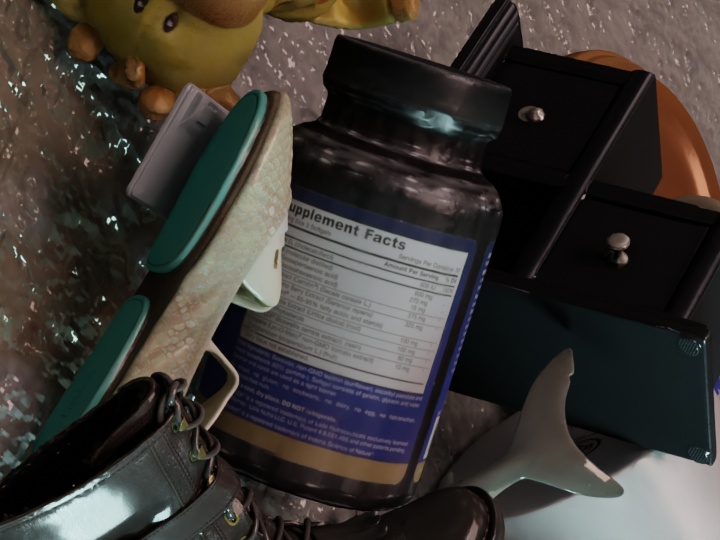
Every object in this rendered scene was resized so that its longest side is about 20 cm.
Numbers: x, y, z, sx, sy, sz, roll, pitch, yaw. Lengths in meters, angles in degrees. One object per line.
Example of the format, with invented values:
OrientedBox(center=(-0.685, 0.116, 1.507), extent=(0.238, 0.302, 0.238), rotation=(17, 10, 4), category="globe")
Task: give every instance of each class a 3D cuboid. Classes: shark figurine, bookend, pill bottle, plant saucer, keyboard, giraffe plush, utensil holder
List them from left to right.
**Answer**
OrientedBox(center=(-0.068, -0.154, 1.235), extent=(0.162, 0.172, 0.200), rotation=(-47, 153, -39), category="giraffe plush")
OrientedBox(center=(-0.052, -0.032, 1.239), extent=(0.056, 0.011, 0.200), rotation=(-55, 154, 0), category="keyboard")
OrientedBox(center=(0.000, 0.000, 1.212), extent=(0.112, 0.112, 0.201), rotation=(10, 99, -53), category="pill bottle")
OrientedBox(center=(0.028, 0.133, 1.274), extent=(0.128, 0.215, 0.090), rotation=(2, 39, -27), category="shark figurine")
OrientedBox(center=(0.121, -0.025, 1.344), extent=(0.199, 0.199, 0.092), rotation=(-55, 150, -35), category="bookend")
OrientedBox(center=(0.168, -0.038, 1.599), extent=(0.200, 0.037, 0.201), rotation=(25, 58, -48), category="plant saucer")
OrientedBox(center=(0.150, 0.172, 1.384), extent=(0.201, 0.170, 0.170), rotation=(62, 36, -15), category="utensil holder")

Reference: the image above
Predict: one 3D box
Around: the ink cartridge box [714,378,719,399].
OrientedBox(center=(0.151, 0.063, 1.465), extent=(0.200, 0.094, 0.044), rotation=(59, 8, -15), category="ink cartridge box")

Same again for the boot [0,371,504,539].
OrientedBox(center=(-0.049, 0.108, 1.118), extent=(0.174, 0.200, 0.069), rotation=(61, -6, -35), category="boot")

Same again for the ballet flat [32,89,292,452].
OrientedBox(center=(-0.071, 0.017, 1.156), extent=(0.062, 0.067, 0.200), rotation=(32, 87, -21), category="ballet flat")

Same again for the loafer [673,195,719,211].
OrientedBox(center=(0.185, 0.050, 1.530), extent=(0.068, 0.075, 0.201), rotation=(-32, 133, -63), category="loafer")
